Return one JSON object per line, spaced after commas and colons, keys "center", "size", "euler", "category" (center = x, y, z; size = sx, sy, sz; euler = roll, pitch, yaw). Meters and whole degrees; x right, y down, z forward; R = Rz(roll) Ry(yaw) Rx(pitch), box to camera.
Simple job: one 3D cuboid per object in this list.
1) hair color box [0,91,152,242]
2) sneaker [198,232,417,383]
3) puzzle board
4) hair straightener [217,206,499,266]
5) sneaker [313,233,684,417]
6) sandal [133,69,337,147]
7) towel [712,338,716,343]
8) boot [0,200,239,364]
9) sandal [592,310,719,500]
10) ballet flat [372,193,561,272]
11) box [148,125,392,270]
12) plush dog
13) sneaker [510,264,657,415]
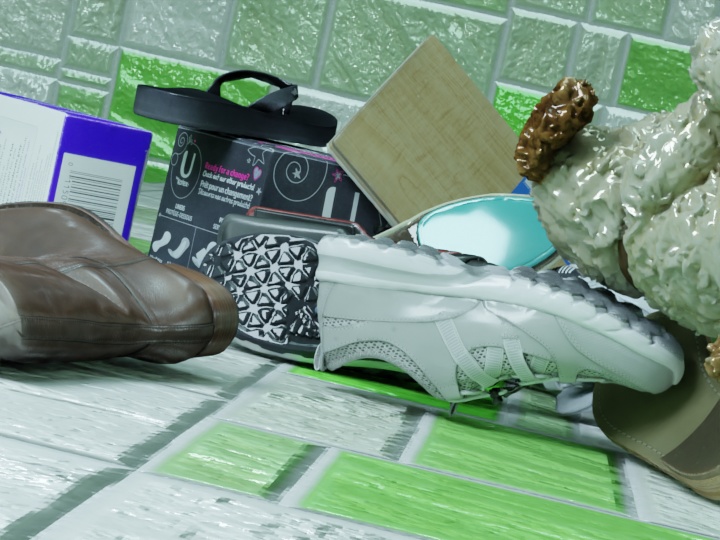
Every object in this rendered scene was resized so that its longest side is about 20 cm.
{"center": [-0.204, -0.049, 1.338], "size": [0.065, 0.110, 0.200], "euler": [10, 5, -35], "category": "hair color box"}
{"center": [0.002, 0.037, 1.271], "size": [0.199, 0.072, 0.083], "euler": [13, -22, 6], "category": "sneaker"}
{"center": [0.075, -0.046, 1.497], "size": [0.017, 0.200, 0.151], "euler": [-31, 13, 43], "category": "puzzle board"}
{"center": [0.000, 0.000, 1.321], "size": [0.199, 0.041, 0.077], "euler": [15, 15, 24], "category": "hair straightener"}
{"center": [0.069, 0.038, 1.148], "size": [0.199, 0.082, 0.075], "euler": [14, 8, 16], "category": "sneaker"}
{"center": [-0.075, -0.114, 1.499], "size": [0.076, 0.043, 0.200], "euler": [14, 6, 27], "category": "sandal"}
{"center": [0.282, 0.010, 1.296], "size": [0.031, 0.200, 0.149], "euler": [54, -5, 32], "category": "towel"}
{"center": [-0.180, 0.005, 1.042], "size": [0.186, 0.065, 0.200], "euler": [12, 8, 30], "category": "boot"}
{"center": [0.180, 0.086, 1.135], "size": [0.070, 0.078, 0.212], "euler": [44, 3, -15], "category": "sandal"}
{"center": [0.037, 0.001, 1.404], "size": [0.199, 0.070, 0.069], "euler": [-13, 4, 0], "category": "ballet flat"}
{"center": [-0.025, -0.023, 1.522], "size": [0.199, 0.115, 0.132], "euler": [10, 4, -36], "category": "box"}
{"center": [0.164, -0.023, 1.115], "size": [0.171, 0.161, 0.200], "euler": [15, -23, 45], "category": "plush dog"}
{"center": [0.125, 0.040, 1.328], "size": [0.199, 0.075, 0.115], "euler": [-12, 5, 45], "category": "sneaker"}
